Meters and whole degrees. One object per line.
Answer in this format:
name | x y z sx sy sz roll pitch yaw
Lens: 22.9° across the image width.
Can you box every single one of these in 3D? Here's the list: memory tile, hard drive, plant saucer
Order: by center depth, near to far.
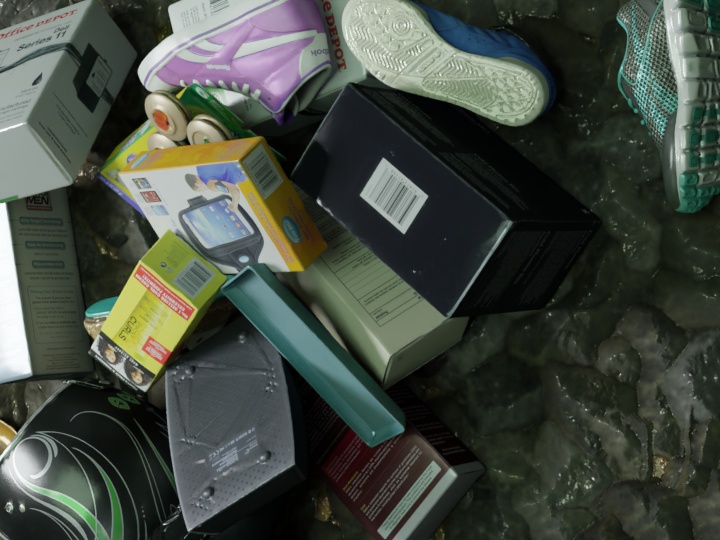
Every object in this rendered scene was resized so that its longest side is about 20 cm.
plant saucer | -0.039 0.074 1.573 0.200 0.019 0.070 48 148 -5
hard drive | -0.111 0.137 1.609 0.135 0.042 0.201 -34 42 18
memory tile | -0.135 -0.065 1.616 0.153 0.017 0.201 31 144 20

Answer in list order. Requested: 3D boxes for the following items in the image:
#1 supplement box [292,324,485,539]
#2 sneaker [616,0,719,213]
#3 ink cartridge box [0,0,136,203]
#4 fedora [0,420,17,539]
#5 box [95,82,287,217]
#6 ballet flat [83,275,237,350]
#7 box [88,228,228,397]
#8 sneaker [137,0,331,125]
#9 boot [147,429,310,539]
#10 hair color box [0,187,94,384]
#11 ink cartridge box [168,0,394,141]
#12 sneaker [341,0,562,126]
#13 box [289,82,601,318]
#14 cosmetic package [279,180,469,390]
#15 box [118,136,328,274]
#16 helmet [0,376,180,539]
supplement box | 0.008 0.155 1.649 0.200 0.061 0.109 46 112 22
sneaker | 0.261 -0.147 1.505 0.091 0.077 0.201 -6 83 46
ink cartridge box | -0.327 -0.165 1.765 0.146 0.083 0.201 -13 38 29
fedora | -0.430 0.252 1.894 0.200 0.082 0.202 0 90 30
box | -0.159 -0.099 1.678 0.117 0.048 0.200 40 146 -14
ballet flat | -0.185 0.051 1.771 0.199 0.071 0.066 -8 113 33
box | -0.191 0.043 1.663 0.075 0.050 0.200 40 144 0
sneaker | -0.114 -0.176 1.621 0.200 0.073 0.115 -21 87 34
boot | -0.079 0.251 1.660 0.200 0.168 0.076 -44 27 8
hair color box | -0.342 0.013 1.834 0.060 0.099 0.201 -13 83 30
ink cartridge box | -0.069 -0.213 1.681 0.199 0.083 0.147 -18 81 30
sneaker | 0.085 -0.190 1.571 0.199 0.111 0.077 24 108 15
box | 0.076 -0.060 1.538 0.200 0.182 0.104 42 112 24
cosmetic package | 0.000 0.000 1.621 0.200 0.105 0.071 51 155 21
box | -0.131 -0.053 1.574 0.199 0.042 0.119 -4 125 46
helmet | -0.248 0.222 1.729 0.190 0.200 0.200 38 109 8
